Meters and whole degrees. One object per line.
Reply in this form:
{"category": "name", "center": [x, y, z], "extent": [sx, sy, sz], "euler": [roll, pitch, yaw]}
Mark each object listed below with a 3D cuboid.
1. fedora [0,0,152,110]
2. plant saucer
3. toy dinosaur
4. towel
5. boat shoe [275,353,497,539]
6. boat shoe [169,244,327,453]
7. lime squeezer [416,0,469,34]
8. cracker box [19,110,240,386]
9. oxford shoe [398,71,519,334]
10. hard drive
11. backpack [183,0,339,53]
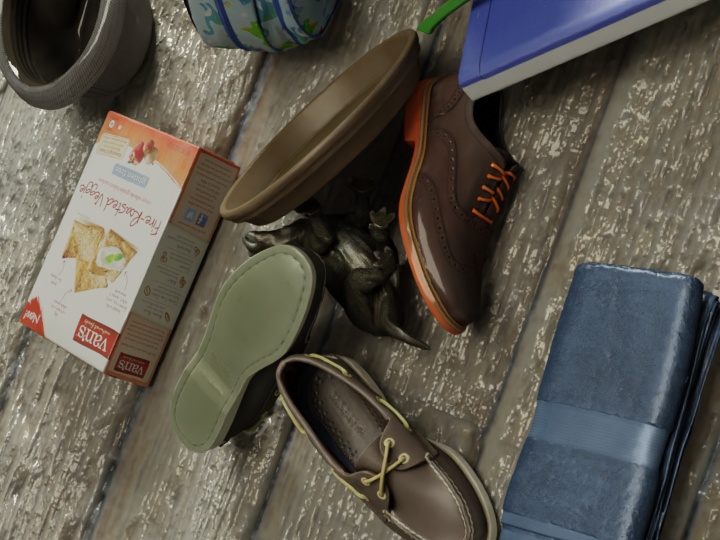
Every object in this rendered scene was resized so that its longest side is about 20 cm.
{"category": "fedora", "center": [-0.252, -0.237, 1.499], "extent": [0.176, 0.090, 0.202], "euler": [-30, 63, 31]}
{"category": "plant saucer", "center": [-0.025, -0.102, 1.233], "extent": [0.200, 0.029, 0.200], "euler": [-41, 14, 13]}
{"category": "toy dinosaur", "center": [0.000, 0.000, 1.214], "extent": [0.077, 0.103, 0.199], "euler": [-35, 55, -28]}
{"category": "towel", "center": [0.159, 0.098, 1.056], "extent": [0.111, 0.048, 0.202], "euler": [12, 83, 42]}
{"category": "boat shoe", "center": [0.014, 0.129, 1.148], "extent": [0.072, 0.059, 0.200], "euler": [-52, 58, 13]}
{"category": "boat shoe", "center": [-0.076, 0.053, 1.227], "extent": [0.072, 0.060, 0.202], "euler": [50, 127, 21]}
{"category": "lime squeezer", "center": [0.103, -0.251, 1.170], "extent": [0.070, 0.037, 0.202], "euler": [35, 121, 32]}
{"category": "cracker box", "center": [-0.197, -0.020, 1.395], "extent": [0.133, 0.057, 0.202], "euler": [22, 90, 43]}
{"category": "oxford shoe", "center": [0.073, -0.055, 1.172], "extent": [0.072, 0.071, 0.203], "euler": [-15, 64, 30]}
{"category": "hard drive", "center": [0.162, -0.204, 1.151], "extent": [0.198, 0.025, 0.133], "euler": [-21, 40, 34]}
{"category": "backpack", "center": [-0.087, -0.267, 1.303], "extent": [0.164, 0.152, 0.202], "euler": [-74, -5, -53]}
